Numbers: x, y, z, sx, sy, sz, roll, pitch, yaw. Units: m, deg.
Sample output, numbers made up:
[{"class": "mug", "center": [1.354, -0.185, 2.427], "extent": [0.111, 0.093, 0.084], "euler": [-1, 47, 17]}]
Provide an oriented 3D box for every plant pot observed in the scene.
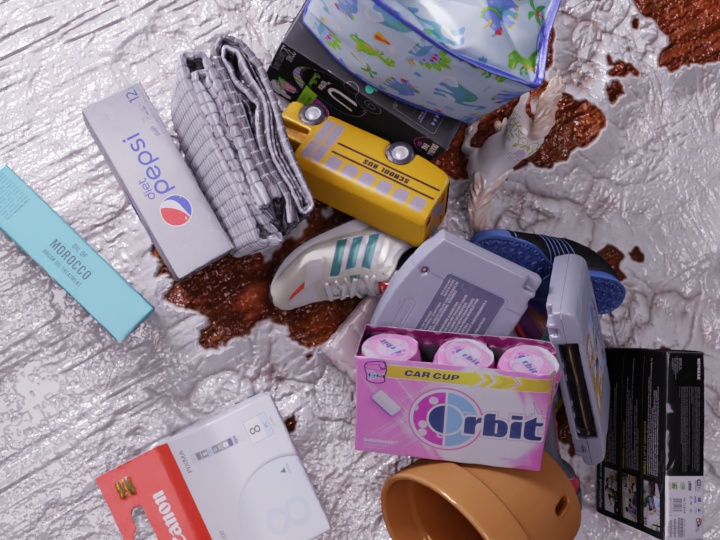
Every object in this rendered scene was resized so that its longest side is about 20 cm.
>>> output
[{"class": "plant pot", "center": [0.137, 0.266, 0.923], "extent": [0.140, 0.200, 0.201], "euler": [-30, 94, -31]}]

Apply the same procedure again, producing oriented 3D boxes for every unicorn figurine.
[{"class": "unicorn figurine", "center": [0.159, -0.129, 0.981], "extent": [0.074, 0.200, 0.138], "euler": [12, 57, -8]}]

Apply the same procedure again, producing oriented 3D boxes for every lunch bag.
[{"class": "lunch bag", "center": [0.054, -0.224, 0.776], "extent": [0.199, 0.170, 0.128], "euler": [15, 83, -11]}]

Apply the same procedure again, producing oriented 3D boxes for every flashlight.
[{"class": "flashlight", "center": [0.206, 0.183, 0.962], "extent": [0.068, 0.068, 0.201], "euler": [-16, 114, -13]}]

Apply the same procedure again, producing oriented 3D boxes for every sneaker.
[{"class": "sneaker", "center": [0.000, 0.000, 0.931], "extent": [0.199, 0.070, 0.094], "euler": [-29, 60, -9]}, {"class": "sneaker", "center": [0.208, -0.008, 1.002], "extent": [0.199, 0.078, 0.070], "euler": [20, 115, -17]}]

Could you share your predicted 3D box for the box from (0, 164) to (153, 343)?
[{"class": "box", "center": [-0.296, -0.014, 0.876], "extent": [0.200, 0.082, 0.049], "euler": [46, 79, -7]}]

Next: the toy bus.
[{"class": "toy bus", "center": [-0.003, -0.103, 0.918], "extent": [0.199, 0.065, 0.078], "euler": [26, 65, 16]}]

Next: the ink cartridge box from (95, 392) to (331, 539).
[{"class": "ink cartridge box", "center": [-0.153, 0.243, 0.913], "extent": [0.199, 0.047, 0.161], "euler": [-25, 93, -16]}]

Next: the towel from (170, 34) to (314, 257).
[{"class": "towel", "center": [-0.119, -0.119, 0.885], "extent": [0.085, 0.166, 0.201], "euler": [-26, 93, -18]}]

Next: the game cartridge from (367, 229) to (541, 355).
[{"class": "game cartridge", "center": [0.081, 0.060, 0.905], "extent": [0.133, 0.041, 0.200], "euler": [23, 115, -12]}]

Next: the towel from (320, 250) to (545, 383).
[{"class": "towel", "center": [0.085, 0.083, 0.991], "extent": [0.200, 0.032, 0.191], "euler": [42, 77, -9]}]

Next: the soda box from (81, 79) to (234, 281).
[{"class": "soda box", "center": [-0.213, -0.091, 0.910], "extent": [0.068, 0.063, 0.200], "euler": [-31, 95, -15]}]

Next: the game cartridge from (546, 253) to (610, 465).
[{"class": "game cartridge", "center": [0.239, 0.091, 0.939], "extent": [0.133, 0.041, 0.201], "euler": [-58, 137, -51]}]

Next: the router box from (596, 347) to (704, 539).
[{"class": "router box", "center": [0.325, 0.189, 0.984], "extent": [0.051, 0.149, 0.201], "euler": [3, 86, -13]}]

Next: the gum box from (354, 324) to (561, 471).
[{"class": "gum box", "center": [0.097, 0.127, 0.872], "extent": [0.199, 0.066, 0.114], "euler": [5, 117, 8]}]

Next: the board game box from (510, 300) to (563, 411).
[{"class": "board game box", "center": [0.164, 0.095, 0.975], "extent": [0.199, 0.039, 0.159], "euler": [14, 83, -14]}]

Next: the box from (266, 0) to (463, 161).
[{"class": "box", "center": [0.017, -0.214, 0.931], "extent": [0.200, 0.149, 0.125], "euler": [31, 79, -11]}]
